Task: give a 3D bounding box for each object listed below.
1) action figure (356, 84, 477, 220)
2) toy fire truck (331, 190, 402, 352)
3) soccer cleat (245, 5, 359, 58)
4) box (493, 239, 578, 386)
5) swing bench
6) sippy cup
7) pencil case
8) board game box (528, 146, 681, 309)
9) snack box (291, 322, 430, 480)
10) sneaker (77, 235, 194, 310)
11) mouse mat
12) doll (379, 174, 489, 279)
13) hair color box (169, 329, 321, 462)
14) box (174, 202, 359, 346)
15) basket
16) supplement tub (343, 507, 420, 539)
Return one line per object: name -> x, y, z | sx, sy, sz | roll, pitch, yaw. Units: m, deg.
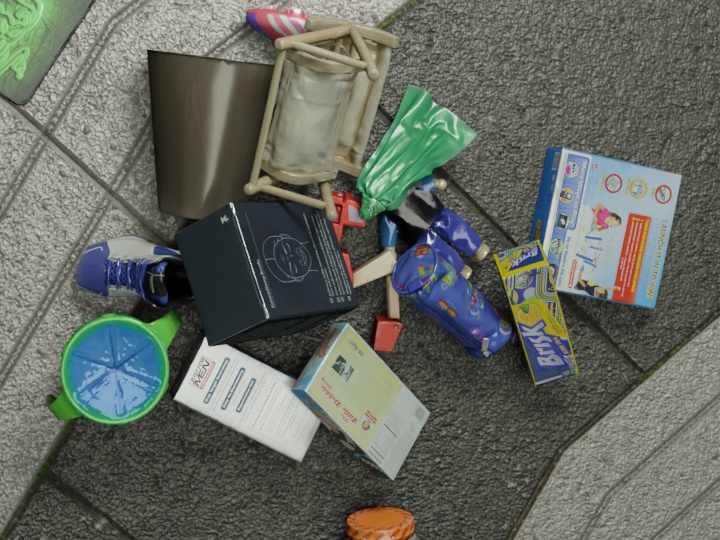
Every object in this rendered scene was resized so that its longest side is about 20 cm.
action figure -> 0.056, -0.144, 1.499 | 0.117, 0.055, 0.201 | 34, 67, 9
toy fire truck -> 0.000, 0.000, 1.523 | 0.139, 0.049, 0.203 | 11, 99, -5
soccer cleat -> -0.060, -0.298, 1.481 | 0.197, 0.067, 0.078 | 12, 98, -17
box -> 0.247, 0.062, 1.555 | 0.069, 0.065, 0.202 | -17, 124, 7
swing bench -> -0.047, -0.200, 1.406 | 0.128, 0.200, 0.201 | 17, 114, 2
sippy cup -> -0.316, 0.116, 1.431 | 0.175, 0.130, 0.142 | -2, 98, -13
pencil case -> 0.129, 0.049, 1.529 | 0.078, 0.088, 0.200 | -33, 126, 24
board game box -> 0.349, -0.061, 1.611 | 0.193, 0.056, 0.203 | 10, 94, -15
snack box -> 0.004, 0.181, 1.524 | 0.200, 0.037, 0.117 | 49, 59, -26
sneaker -> -0.271, 0.002, 1.417 | 0.196, 0.115, 0.082 | 5, 95, 6
mouse mat -> -0.441, -0.334, 1.411 | 0.160, 0.008, 0.201 | 34, 89, -15
doll -> 0.082, -0.065, 1.549 | 0.199, 0.048, 0.137 | 40, 92, -15
hair color box -> -0.149, 0.170, 1.513 | 0.198, 0.060, 0.101 | 29, 86, -16
box -> -0.115, 0.002, 1.407 | 0.106, 0.199, 0.151 | -24, 79, 32
basket -> -0.194, -0.171, 1.428 | 0.177, 0.136, 0.203 | 7, 100, 4
supplement tub -> 0.032, 0.445, 1.560 | 0.120, 0.122, 0.204 | -4, 97, -13
